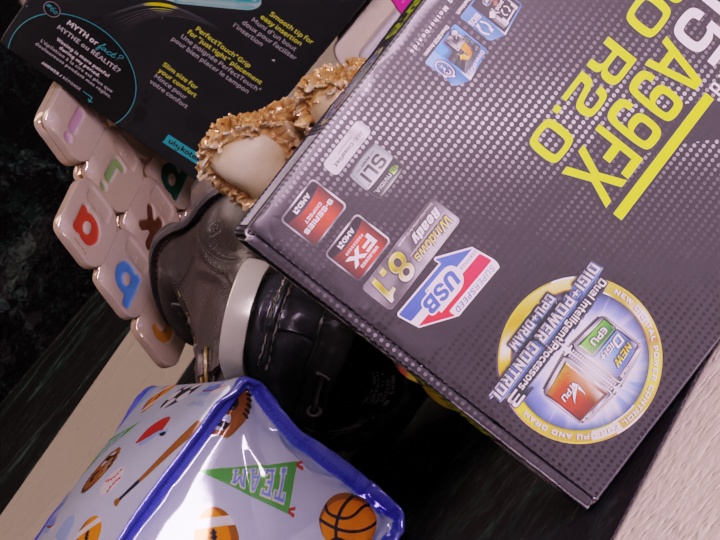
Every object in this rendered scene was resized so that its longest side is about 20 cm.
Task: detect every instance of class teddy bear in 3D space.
[{"bbox_3d":[-0.004,-0.068,1.244,0.145,0.067,0.200,-37,-15,33],"label":"teddy bear"}]

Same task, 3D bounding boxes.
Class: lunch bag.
[{"bbox_3d":[-0.092,0.156,1.160,0.200,0.124,0.170,-51,10,-16],"label":"lunch bag"}]

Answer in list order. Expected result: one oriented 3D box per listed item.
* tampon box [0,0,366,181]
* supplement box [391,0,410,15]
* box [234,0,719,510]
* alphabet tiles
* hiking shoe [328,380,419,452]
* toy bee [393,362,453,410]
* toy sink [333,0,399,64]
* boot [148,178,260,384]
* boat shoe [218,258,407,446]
[{"bbox_3d":[-0.075,-0.178,1.473,0.200,0.150,0.126,-47,11,40],"label":"tampon box"},{"bbox_3d":[0.093,-0.096,1.098,0.101,0.103,0.200,-45,29,9],"label":"supplement box"},{"bbox_3d":[0.077,-0.042,0.952,0.200,0.160,0.044,-52,6,-3],"label":"box"},{"bbox_3d":[-0.119,-0.044,1.557,0.015,0.200,0.196,-16,34,29],"label":"alphabet tiles"},{"bbox_3d":[0.000,0.000,1.368,0.074,0.087,0.200,-37,29,54],"label":"hiking shoe"},{"bbox_3d":[0.037,-0.001,1.190,0.200,0.109,0.131,-26,-65,-74],"label":"toy bee"},{"bbox_3d":[0.065,-0.127,1.464,0.112,0.130,0.200,-51,9,9],"label":"toy sink"},{"bbox_3d":[-0.075,0.050,1.378,0.200,0.069,0.174,115,159,-61],"label":"boot"},{"bbox_3d":[-0.012,0.046,1.211,0.199,0.066,0.075,70,-146,-67],"label":"boat shoe"}]
